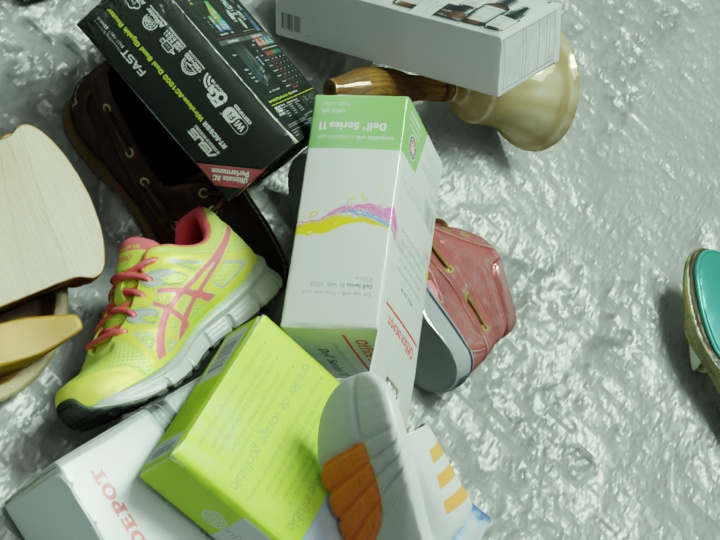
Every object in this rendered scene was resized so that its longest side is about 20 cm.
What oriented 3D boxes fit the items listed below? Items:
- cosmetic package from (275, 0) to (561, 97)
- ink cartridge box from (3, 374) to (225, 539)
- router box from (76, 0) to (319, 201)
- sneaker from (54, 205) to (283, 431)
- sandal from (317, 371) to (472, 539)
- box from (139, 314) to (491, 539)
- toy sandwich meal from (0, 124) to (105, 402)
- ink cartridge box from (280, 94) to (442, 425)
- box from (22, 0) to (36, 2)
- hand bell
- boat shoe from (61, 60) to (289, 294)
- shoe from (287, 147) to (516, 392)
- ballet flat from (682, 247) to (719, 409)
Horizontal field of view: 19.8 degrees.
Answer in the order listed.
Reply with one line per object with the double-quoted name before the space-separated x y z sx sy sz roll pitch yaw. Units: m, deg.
"cosmetic package" 0.040 -0.184 1.499 0.200 0.051 0.083 19 32 31
"ink cartridge box" -0.097 0.150 1.284 0.200 0.084 0.145 -30 86 -41
"router box" -0.097 -0.132 1.382 0.150 0.062 0.200 50 11 -2
"sneaker" -0.137 0.028 1.308 0.090 0.078 0.200 57 42 -10
"sandal" 0.034 0.157 1.213 0.059 0.079 0.207 -17 90 -39
"box" -0.024 0.137 1.255 0.200 0.048 0.122 42 51 -14
"toy sandwich meal" -0.252 -0.007 1.272 0.205 0.070 0.205 16 58 -27
"ink cartridge box" 0.000 0.000 1.333 0.067 0.117 0.200 3 71 15
"box" -0.176 -0.297 1.457 0.200 0.107 0.149 -26 81 -41
"hand bell" 0.057 -0.135 1.527 0.200 0.104 0.104 -6 70 -39
"boat shoe" -0.119 -0.057 1.392 0.200 0.070 0.070 45 49 -7
"shoe" 0.032 -0.015 1.476 0.091 0.071 0.200 -39 96 -43
"ballet flat" 0.295 0.081 1.607 0.071 0.071 0.200 -17 73 -39
